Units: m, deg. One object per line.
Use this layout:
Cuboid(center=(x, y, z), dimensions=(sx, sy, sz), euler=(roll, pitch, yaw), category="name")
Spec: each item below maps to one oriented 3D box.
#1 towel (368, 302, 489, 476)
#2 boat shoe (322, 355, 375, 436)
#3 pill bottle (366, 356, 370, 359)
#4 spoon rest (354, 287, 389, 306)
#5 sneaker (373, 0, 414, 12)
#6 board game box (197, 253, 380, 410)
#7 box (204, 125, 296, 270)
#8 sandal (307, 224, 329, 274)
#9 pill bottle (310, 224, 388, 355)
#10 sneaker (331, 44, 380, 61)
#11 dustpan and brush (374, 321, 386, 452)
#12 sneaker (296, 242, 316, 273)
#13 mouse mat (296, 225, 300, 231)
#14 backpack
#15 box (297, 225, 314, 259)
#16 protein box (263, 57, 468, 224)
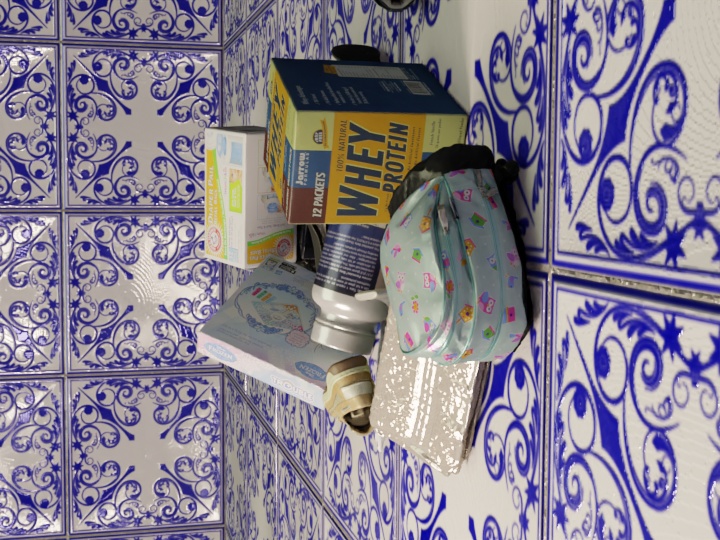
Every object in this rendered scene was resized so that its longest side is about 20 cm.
Cuboid(center=(0.074, 0.125, 1.196), dimensions=(0.132, 0.034, 0.202), euler=(27, 125, 31), category="towel")
Cuboid(center=(-0.008, 0.171, 1.343), dimensions=(0.200, 0.071, 0.077), euler=(77, 172, -70), category="boat shoe")
Cuboid(center=(-0.084, 0.086, 1.632), dimensions=(0.200, 0.112, 0.113), euler=(43, 145, 19), category="pill bottle")
Cuboid(center=(0.051, 0.115, 1.322), dimensions=(0.099, 0.060, 0.203), euler=(-8, 101, 46), category="spoon rest")
Cuboid(center=(0.038, -0.422, 1.334), dimensions=(0.146, 0.076, 0.205), euler=(-97, 1, -69), category="sneaker")
Cuboid(center=(-0.092, 0.080, 1.500), dimensions=(0.199, 0.198, 0.044), euler=(-50, -22, -47), category="board game box")
Cuboid(center=(-0.165, -0.112, 1.628), dimensions=(0.112, 0.100, 0.203), euler=(14, 107, 47), category="box")
Cuboid(center=(-0.035, -0.064, 1.435), dimensions=(0.048, 0.075, 0.203), euler=(14, 125, 52), category="sandal")
Cuboid(center=(0.000, 0.000, 1.378), dimensions=(0.111, 0.110, 0.203), euler=(-160, 85, -75), category="pill bottle")
Cuboid(center=(0.004, -0.253, 1.511), dimensions=(0.201, 0.073, 0.089), euler=(-117, 25, -52), category="sneaker")
Cuboid(center=(0.042, 0.133, 1.407), dimensions=(0.139, 0.056, 0.203), euler=(149, 119, -74), category="dustpan and brush")
Cuboid(center=(-0.099, -0.043, 1.782), dimensions=(0.080, 0.075, 0.200), euler=(52, -171, 25), category="sneaker")
Cuboid(center=(-0.086, -0.156, 1.601), dimensions=(0.200, 0.007, 0.163), euler=(133, 134, -70), category="mouse mat")
Cuboid(center=(0.092, -0.004, 1.072), dimensions=(0.167, 0.125, 0.203), euler=(122, 142, -59), category="backpack")
Cuboid(center=(-0.049, -0.150, 1.671), dimensions=(0.183, 0.103, 0.202), euler=(-113, 27, -53), category="box")
Cuboid(center=(-0.002, -0.158, 1.286), dimensions=(0.199, 0.197, 0.137), euler=(-116, 28, -59), category="protein box")
